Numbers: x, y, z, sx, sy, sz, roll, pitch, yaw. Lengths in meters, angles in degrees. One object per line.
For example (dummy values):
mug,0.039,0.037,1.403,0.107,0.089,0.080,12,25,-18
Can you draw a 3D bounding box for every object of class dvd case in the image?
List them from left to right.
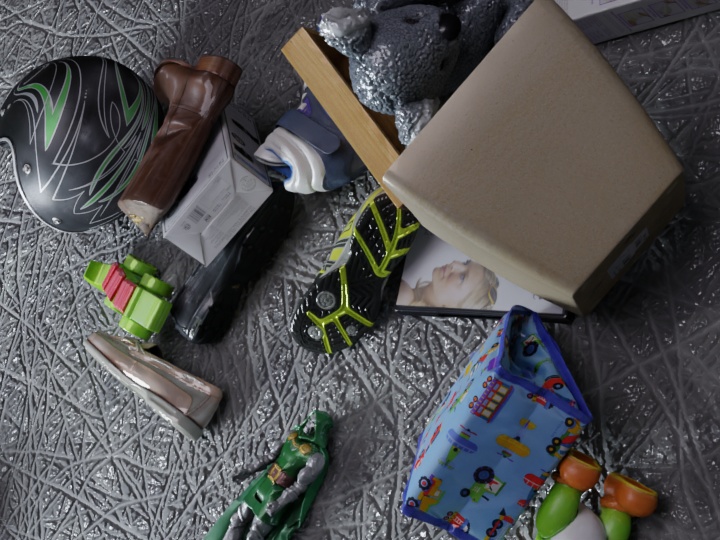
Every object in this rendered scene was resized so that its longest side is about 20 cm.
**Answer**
dvd case,0.126,-0.024,1.299,0.199,0.017,0.144,2,73,39

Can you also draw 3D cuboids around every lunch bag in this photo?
lunch bag,0.105,0.118,1.177,0.151,0.094,0.200,-57,12,18

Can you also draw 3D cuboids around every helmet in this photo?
helmet,-0.321,-0.149,1.605,0.201,0.199,0.190,-58,41,5

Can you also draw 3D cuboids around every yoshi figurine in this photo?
yoshi figurine,0.161,0.253,1.102,0.112,0.112,0.201,29,95,36

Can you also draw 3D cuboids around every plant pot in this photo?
plant pot,0.165,-0.076,1.160,0.177,0.200,0.200,41,92,16

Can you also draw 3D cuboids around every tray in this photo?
tray,0.011,-0.143,1.320,0.037,0.098,0.201,-42,71,21

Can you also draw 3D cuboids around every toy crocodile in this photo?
toy crocodile,-0.260,0.025,1.550,0.068,0.061,0.200,-61,28,3

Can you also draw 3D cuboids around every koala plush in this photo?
koala plush,0.049,-0.211,1.294,0.183,0.178,0.200,-23,23,37

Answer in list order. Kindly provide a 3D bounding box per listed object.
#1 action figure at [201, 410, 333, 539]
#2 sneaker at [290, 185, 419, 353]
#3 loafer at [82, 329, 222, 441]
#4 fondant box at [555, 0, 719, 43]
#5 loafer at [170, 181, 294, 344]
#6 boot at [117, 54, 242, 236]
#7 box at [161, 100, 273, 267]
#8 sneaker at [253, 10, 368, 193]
action figure,-0.089,0.223,1.356,0.118,0.055,0.201,35,92,45
sneaker,0.000,0.000,1.370,0.201,0.075,0.077,-53,8,22
loafer,-0.225,0.114,1.509,0.199,0.072,0.063,33,78,36
fondant box,0.270,-0.301,1.266,0.199,0.058,0.146,-11,66,37
loafer,-0.143,-0.015,1.482,0.070,0.068,0.201,40,103,33
boot,-0.219,-0.133,1.494,0.186,0.064,0.201,-3,60,62
box,-0.162,-0.104,1.491,0.117,0.060,0.200,-48,26,14
sneaker,-0.054,-0.172,1.438,0.145,0.081,0.201,-22,62,1
